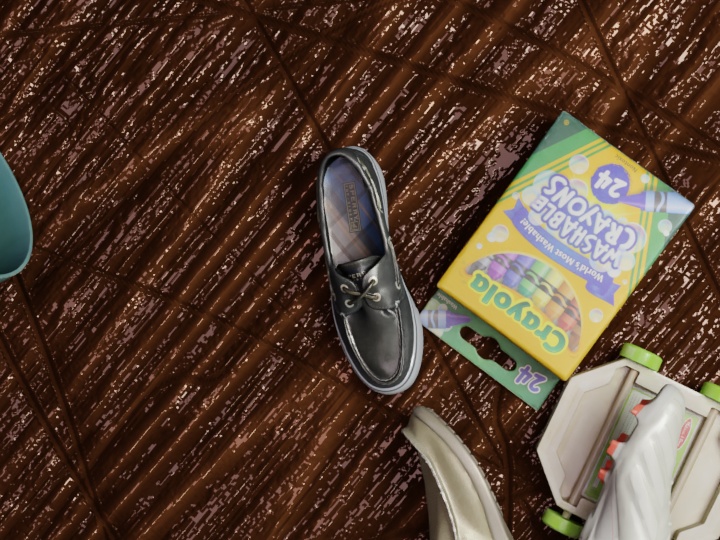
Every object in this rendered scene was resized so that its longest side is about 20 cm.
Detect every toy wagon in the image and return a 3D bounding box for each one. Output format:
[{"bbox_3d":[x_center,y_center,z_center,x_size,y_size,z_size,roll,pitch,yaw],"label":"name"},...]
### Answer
[{"bbox_3d":[0.239,0.157,0.994,0.199,0.040,0.156,26,91,5],"label":"toy wagon"}]

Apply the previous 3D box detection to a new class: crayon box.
[{"bbox_3d":[0.149,-0.005,1.001,0.125,0.052,0.200,36,92,5],"label":"crayon box"}]

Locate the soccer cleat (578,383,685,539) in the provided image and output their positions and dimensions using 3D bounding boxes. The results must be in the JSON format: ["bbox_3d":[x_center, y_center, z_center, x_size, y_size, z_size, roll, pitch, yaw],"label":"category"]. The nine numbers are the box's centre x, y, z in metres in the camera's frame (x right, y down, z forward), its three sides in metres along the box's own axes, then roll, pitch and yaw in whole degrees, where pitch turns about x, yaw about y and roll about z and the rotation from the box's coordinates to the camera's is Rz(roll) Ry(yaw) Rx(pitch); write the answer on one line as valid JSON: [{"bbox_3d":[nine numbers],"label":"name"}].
[{"bbox_3d":[0.204,0.182,0.941,0.077,0.069,0.201,25,98,18],"label":"soccer cleat"}]

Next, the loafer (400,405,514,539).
[{"bbox_3d":[0.079,0.201,0.988,0.068,0.076,0.201,-28,86,-2],"label":"loafer"}]

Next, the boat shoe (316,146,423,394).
[{"bbox_3d":[0.000,0.000,1.007,0.068,0.057,0.201,-13,86,14],"label":"boat shoe"}]

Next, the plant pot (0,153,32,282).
[{"bbox_3d":[-0.381,-0.040,0.984,0.161,0.200,0.201,-32,86,15],"label":"plant pot"}]
